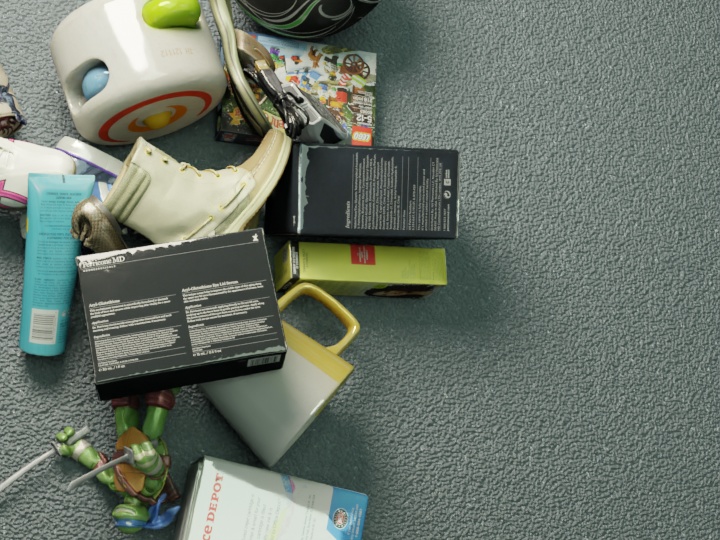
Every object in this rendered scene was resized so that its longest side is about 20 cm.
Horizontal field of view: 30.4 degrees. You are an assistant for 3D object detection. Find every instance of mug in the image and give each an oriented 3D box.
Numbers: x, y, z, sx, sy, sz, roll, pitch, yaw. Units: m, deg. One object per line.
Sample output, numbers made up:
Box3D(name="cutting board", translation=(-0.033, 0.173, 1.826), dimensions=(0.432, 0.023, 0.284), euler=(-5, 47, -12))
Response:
Box3D(name="mug", translation=(-0.103, 0.112, 1.516), dimensions=(0.153, 0.150, 0.187), euler=(40, 33, 4))

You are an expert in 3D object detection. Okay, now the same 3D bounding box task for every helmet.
Box3D(name="helmet", translation=(-0.073, -0.381, 1.624), dimensions=(0.199, 0.190, 0.201), euler=(10, 77, -50))

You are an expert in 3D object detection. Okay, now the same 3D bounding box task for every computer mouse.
Box3D(name="computer mouse", translation=(-0.071, -0.180, 1.546), dimensions=(0.044, 0.200, 0.110), euler=(-42, 72, 9))

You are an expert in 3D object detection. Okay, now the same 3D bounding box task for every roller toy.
Box3D(name="roller toy", translation=(-0.252, -0.227, 1.522), dimensions=(0.182, 0.200, 0.140), euler=(-20, 82, -1))

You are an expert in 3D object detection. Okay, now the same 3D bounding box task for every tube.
Box3D(name="tube", translation=(-0.337, -0.008, 1.447), dimensions=(0.077, 0.050, 0.201), euler=(-3, 110, -43))

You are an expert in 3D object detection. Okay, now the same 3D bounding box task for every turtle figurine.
Box3D(name="turtle figurine", translation=(-0.267, 0.172, 1.425), dimensions=(0.199, 0.144, 0.195), euler=(18, 66, -18))

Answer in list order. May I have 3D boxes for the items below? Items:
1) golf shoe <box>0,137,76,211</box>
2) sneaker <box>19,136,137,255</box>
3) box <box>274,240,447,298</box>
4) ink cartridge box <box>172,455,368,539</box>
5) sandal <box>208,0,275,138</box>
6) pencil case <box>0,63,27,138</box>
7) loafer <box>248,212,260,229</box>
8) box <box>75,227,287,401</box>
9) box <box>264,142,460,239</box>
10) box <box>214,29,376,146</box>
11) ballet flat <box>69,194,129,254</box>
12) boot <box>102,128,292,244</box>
Box3D(name="golf shoe", translation=(-0.411, -0.112, 1.442), dimensions=(0.199, 0.092, 0.073), euler=(0, 70, 9))
Box3D(name="sneaker", translation=(-0.291, -0.048, 1.523), dimensions=(0.199, 0.081, 0.147), euler=(29, 81, -19))
Box3D(name="box", translation=(0.000, 0.000, 1.604), dimensions=(0.199, 0.075, 0.050), euler=(3, 74, -17))
Box3D(name="ink cartridge box", translation=(-0.107, 0.302, 1.476), dimensions=(0.199, 0.085, 0.145), euler=(17, 70, -16))
Box3D(name="sandal", translation=(-0.134, -0.254, 1.576), dimensions=(0.057, 0.080, 0.202), euler=(-15, 76, -4))
Box3D(name="pencil case", translation=(-0.448, -0.240, 1.506), dimensions=(0.077, 0.089, 0.201), euler=(-20, 82, -22))
Box3D(name="loafer", translation=(-0.155, -0.019, 1.559), dimensions=(0.067, 0.076, 0.201), euler=(32, 75, -11))
Box3D(name="box", translation=(-0.189, 0.046, 1.395), dimensions=(0.199, 0.079, 0.142), euler=(-9, 73, -11))
Box3D(name="box", translation=(-0.001, -0.091, 1.577), dimensions=(0.199, 0.148, 0.108), euler=(0, 92, -20))
Box3D(name="box", translation=(-0.079, -0.219, 1.657), dimensions=(0.199, 0.038, 0.137), euler=(6, 73, -18))
Box3D(name="ballet flat", translation=(-0.268, -0.002, 1.467), dimensions=(0.046, 0.200, 0.067), euler=(-41, 49, -17))
Box3D(name="boot", translation=(-0.182, -0.107, 1.484), dimensions=(0.154, 0.072, 0.201), euler=(36, 79, -13))
